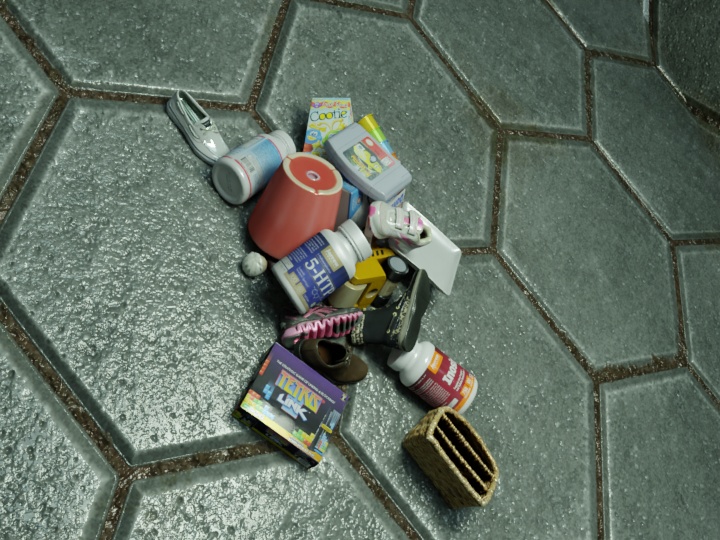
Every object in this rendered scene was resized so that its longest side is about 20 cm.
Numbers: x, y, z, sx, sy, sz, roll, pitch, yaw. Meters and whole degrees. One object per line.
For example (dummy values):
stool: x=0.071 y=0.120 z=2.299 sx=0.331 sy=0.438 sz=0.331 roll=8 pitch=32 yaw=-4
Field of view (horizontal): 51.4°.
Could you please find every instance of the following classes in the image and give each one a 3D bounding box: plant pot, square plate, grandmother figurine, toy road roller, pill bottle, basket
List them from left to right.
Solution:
pill bottle: x=-0.238 y=-0.242 z=1.706 sx=0.109 sy=0.109 sz=0.200 roll=48 pitch=49 yaw=0
grandmother figurine: x=-0.170 y=-0.016 z=1.664 sx=0.195 sy=0.062 sz=0.122 roll=-4 pitch=39 yaw=-32
plant pot: x=-0.132 y=-0.144 z=1.642 sx=0.196 sy=0.179 sz=0.203 roll=17 pitch=38 yaw=-14
pill bottle: x=-0.078 y=-0.014 z=1.576 sx=0.198 sy=0.120 sz=0.121 roll=-36 pitch=85 yaw=-7
toy road roller: x=0.000 y=0.000 z=1.729 sx=0.196 sy=0.124 sz=0.148 roll=-11 pitch=57 yaw=-39
square plate: x=0.156 y=-0.052 z=1.833 sx=0.199 sy=0.028 sz=0.200 roll=40 pitch=37 yaw=-10
pill bottle: x=0.162 y=0.237 z=1.703 sx=0.198 sy=0.113 sz=0.114 roll=37 pitch=50 yaw=-11
basket: x=0.214 y=0.393 z=1.612 sx=0.142 sy=0.149 sz=0.201 roll=-38 pitch=87 yaw=-27

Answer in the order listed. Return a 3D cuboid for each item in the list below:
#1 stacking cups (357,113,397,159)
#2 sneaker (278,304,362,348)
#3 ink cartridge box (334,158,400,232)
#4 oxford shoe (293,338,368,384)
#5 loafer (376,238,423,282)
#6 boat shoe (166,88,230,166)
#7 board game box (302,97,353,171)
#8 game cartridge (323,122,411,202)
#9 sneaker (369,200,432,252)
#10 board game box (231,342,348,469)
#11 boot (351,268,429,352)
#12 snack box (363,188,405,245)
stacking cups: x=0.065 y=-0.318 z=1.983 sx=0.060 sy=0.060 sz=0.202 roll=-31 pitch=84 yaw=-41
sneaker: x=-0.090 y=0.099 z=1.631 sx=0.195 sy=0.080 sz=0.097 roll=-10 pitch=54 yaw=-25
ink cartridge box: x=0.004 y=-0.180 z=1.797 sx=0.083 sy=0.148 sz=0.199 roll=28 pitch=43 yaw=26
oxford shoe: x=-0.045 y=0.196 z=1.593 sx=0.198 sy=0.083 sz=0.075 roll=24 pitch=62 yaw=-42
loafer: x=0.101 y=-0.040 z=1.844 sx=0.197 sy=0.073 sz=0.072 roll=32 pitch=49 yaw=-17
boat shoe: x=-0.362 y=-0.320 z=1.693 sx=0.200 sy=0.067 sz=0.074 roll=45 pitch=49 yaw=-4
board game box: x=-0.077 y=-0.313 z=1.833 sx=0.102 sy=0.104 sz=0.204 roll=1 pitch=57 yaw=7
game cartridge: x=0.013 y=-0.247 z=1.721 sx=0.200 sy=0.041 sz=0.133 roll=44 pitch=52 yaw=8
sneaker: x=0.094 y=-0.106 z=1.677 sx=0.198 sy=0.087 sz=0.084 roll=23 pitch=63 yaw=-48
board game box: x=-0.139 y=0.274 z=1.519 sx=0.198 sy=0.057 sz=0.167 roll=37 pitch=51 yaw=-11
boot: x=0.069 y=0.085 z=1.690 sx=0.074 sy=0.150 sz=0.207 roll=54 pitch=45 yaw=-45
snack box: x=0.057 y=-0.132 z=1.773 sx=0.024 sy=0.074 sz=0.200 roll=19 pitch=32 yaw=15
